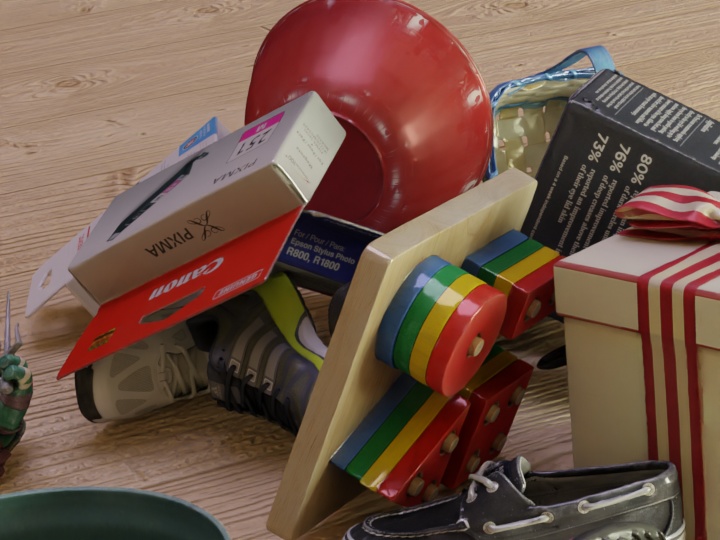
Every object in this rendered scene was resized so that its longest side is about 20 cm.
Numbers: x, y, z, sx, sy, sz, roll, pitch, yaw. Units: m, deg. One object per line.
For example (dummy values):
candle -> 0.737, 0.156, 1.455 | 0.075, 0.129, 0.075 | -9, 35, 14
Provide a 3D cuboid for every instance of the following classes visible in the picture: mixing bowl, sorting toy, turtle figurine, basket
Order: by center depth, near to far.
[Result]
sorting toy -> 0.047, 0.060, 1.367 | 0.069, 0.200, 0.199 | 30, 28, 19
turtle figurine -> -0.267, 0.097, 1.486 | 0.149, 0.101, 0.200 | -11, 28, 34
mixing bowl -> -0.009, -0.096, 1.687 | 0.199, 0.201, 0.108 | 1, 27, 20
basket -> 0.166, -0.073, 1.744 | 0.139, 0.177, 0.200 | -11, -1, -21

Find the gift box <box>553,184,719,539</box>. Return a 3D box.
gift box -> 0.233, 0.043, 1.354 | 0.184, 0.187, 0.200 | 10, 25, 38

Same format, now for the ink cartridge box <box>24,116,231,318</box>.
ink cartridge box -> -0.166, -0.021, 1.769 | 0.200, 0.067, 0.116 | -40, 17, 9

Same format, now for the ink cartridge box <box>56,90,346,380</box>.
ink cartridge box -> -0.119, -0.024, 1.524 | 0.200, 0.044, 0.174 | -25, 23, 33

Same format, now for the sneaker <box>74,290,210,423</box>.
sneaker -> -0.104, 0.057, 1.587 | 0.115, 0.076, 0.200 | 5, 19, 34

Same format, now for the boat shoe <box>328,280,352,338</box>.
boat shoe -> 0.023, 0.040, 1.482 | 0.063, 0.074, 0.201 | 47, 9, 25

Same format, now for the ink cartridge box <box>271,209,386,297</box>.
ink cartridge box -> 0.000, 0.000, 1.598 | 0.196, 0.043, 0.200 | 19, -4, -26

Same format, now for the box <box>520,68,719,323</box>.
box -> 0.210, -0.021, 1.505 | 0.200, 0.148, 0.104 | 28, 24, 10

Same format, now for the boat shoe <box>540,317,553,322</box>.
boat shoe -> 0.103, 0.002, 1.685 | 0.074, 0.062, 0.200 | -15, 15, -29

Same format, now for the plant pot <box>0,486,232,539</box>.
plant pot -> -0.151, 0.205, 1.073 | 0.200, 0.135, 0.200 | -6, 18, 2

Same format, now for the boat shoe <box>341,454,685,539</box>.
boat shoe -> 0.085, 0.139, 1.297 | 0.199, 0.068, 0.072 | -3, 19, 8

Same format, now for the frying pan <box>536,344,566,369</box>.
frying pan -> 0.211, 0.044, 1.599 | 0.115, 0.031, 0.190 | 1, 22, 27

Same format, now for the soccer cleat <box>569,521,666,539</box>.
soccer cleat -> 0.081, 0.179, 1.194 | 0.200, 0.068, 0.073 | -23, 20, -35

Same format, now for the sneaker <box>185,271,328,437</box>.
sneaker -> -0.056, 0.078, 1.496 | 0.081, 0.074, 0.200 | -18, 34, -11
